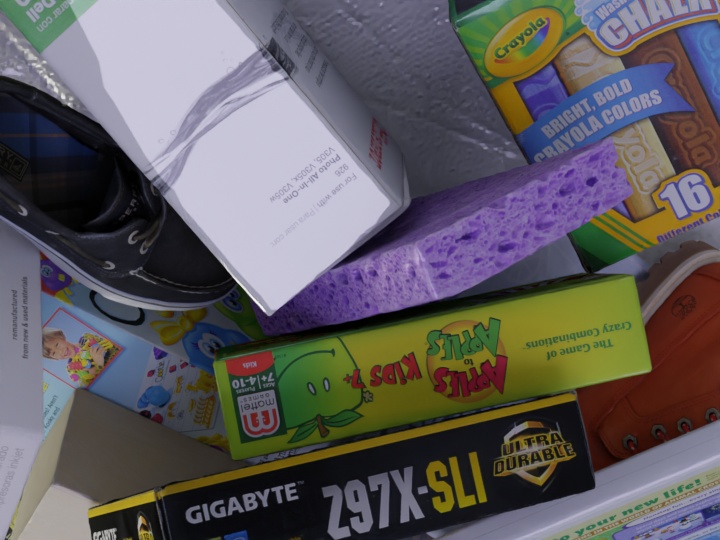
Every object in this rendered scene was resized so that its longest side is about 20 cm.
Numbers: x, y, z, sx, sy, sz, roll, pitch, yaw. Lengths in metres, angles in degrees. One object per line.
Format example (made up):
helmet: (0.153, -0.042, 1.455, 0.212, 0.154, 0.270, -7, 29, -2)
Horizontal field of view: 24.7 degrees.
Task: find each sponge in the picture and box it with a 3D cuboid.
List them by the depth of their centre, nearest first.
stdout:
sponge: (0.029, -0.012, 0.765, 0.111, 0.200, 0.030, -29, 97, -24)

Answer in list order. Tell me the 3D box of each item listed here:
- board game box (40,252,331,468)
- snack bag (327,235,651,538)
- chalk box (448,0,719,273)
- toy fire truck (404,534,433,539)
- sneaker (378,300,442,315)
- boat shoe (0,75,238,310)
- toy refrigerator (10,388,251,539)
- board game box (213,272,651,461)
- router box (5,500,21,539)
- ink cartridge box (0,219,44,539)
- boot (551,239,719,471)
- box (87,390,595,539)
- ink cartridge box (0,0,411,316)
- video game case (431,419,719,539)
board game box: (-0.120, 0.050, 0.910, 0.199, 0.103, 0.105, 28, 121, -17)
snack bag: (0.097, 0.066, 0.907, 0.188, 0.021, 0.201, 36, 88, -32)
chalk box: (0.116, -0.127, 0.784, 0.123, 0.125, 0.201, -23, 121, 15)
toy fire truck: (0.030, 0.160, 0.987, 0.174, 0.129, 0.203, 7, 95, -9)
sneaker: (0.000, 0.000, 0.891, 0.080, 0.084, 0.201, -28, 117, 17)
boat shoe: (-0.121, -0.031, 0.751, 0.199, 0.056, 0.069, 29, 76, -40)
toy refrigerator: (-0.080, 0.147, 0.868, 0.198, 0.076, 0.070, 26, 122, -16)
board game box: (0.030, 0.044, 0.797, 0.198, 0.102, 0.048, -11, 91, -5)
router box: (-0.146, 0.189, 0.968, 0.200, 0.052, 0.157, 50, 117, 14)
ink cartridge box: (-0.258, 0.055, 0.740, 0.198, 0.147, 0.148, 11, 128, -22)
boot: (0.158, 0.085, 0.871, 0.075, 0.107, 0.201, 36, 91, -39)
box: (-0.014, 0.106, 0.758, 0.198, 0.160, 0.050, -11, 84, -21)
ink cartridge box: (-0.071, -0.092, 0.762, 0.084, 0.146, 0.200, -39, 100, 10)
video game case: (0.136, 0.153, 0.872, 0.198, 0.022, 0.182, -24, 145, 9)
